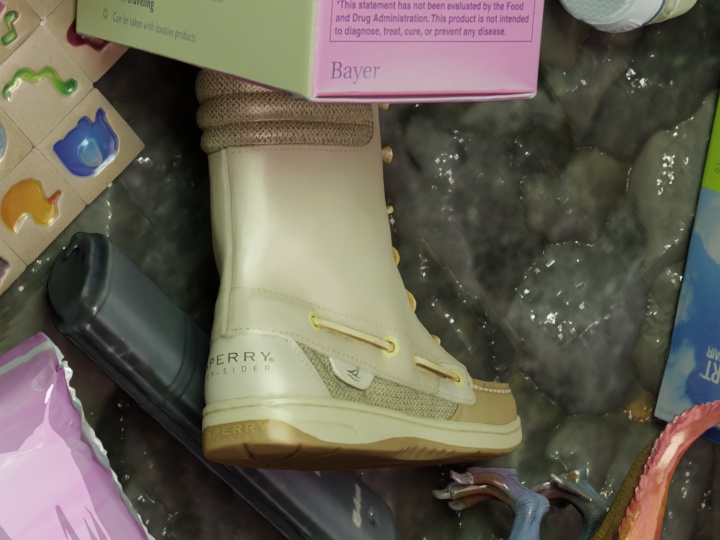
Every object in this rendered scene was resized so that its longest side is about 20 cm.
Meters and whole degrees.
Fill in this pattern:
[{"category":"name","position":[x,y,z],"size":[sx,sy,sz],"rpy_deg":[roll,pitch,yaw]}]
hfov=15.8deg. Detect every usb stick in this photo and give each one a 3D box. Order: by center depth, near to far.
[{"category":"usb stick","position":[-0.052,0.060,1.033],"size":[0.033,0.056,0.200],"rpy_deg":[-35,122,15]}]

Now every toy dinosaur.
[{"category":"toy dinosaur","position":[0.082,0.169,1.072],"size":[0.199,0.183,0.105],"rpy_deg":[-30,152,28]}]

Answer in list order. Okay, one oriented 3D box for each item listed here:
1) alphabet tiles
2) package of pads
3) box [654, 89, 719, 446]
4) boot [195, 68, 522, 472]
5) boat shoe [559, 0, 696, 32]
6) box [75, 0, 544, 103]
[{"category":"alphabet tiles","position":[-0.175,-0.058,0.959],"size":[0.200,0.008,0.167],"rpy_deg":[-47,120,-12]},{"category":"package of pads","position":[-0.166,0.125,0.931],"size":[0.199,0.076,0.121],"rpy_deg":[-31,107,-8]},{"category":"box","position":[0.194,-0.018,1.111],"size":[0.047,0.122,0.202],"rpy_deg":[4,101,-32]},{"category":"boot","position":[0.000,0.000,1.029],"size":[0.199,0.072,0.157],"rpy_deg":[8,75,-57]},{"category":"boat shoe","position":[0.121,-0.198,1.065],"size":[0.062,0.072,0.202],"rpy_deg":[-8,112,-53]},{"category":"box","position":[-0.017,-0.171,0.917],"size":[0.096,0.176,0.202],"rpy_deg":[-4,103,-32]}]
